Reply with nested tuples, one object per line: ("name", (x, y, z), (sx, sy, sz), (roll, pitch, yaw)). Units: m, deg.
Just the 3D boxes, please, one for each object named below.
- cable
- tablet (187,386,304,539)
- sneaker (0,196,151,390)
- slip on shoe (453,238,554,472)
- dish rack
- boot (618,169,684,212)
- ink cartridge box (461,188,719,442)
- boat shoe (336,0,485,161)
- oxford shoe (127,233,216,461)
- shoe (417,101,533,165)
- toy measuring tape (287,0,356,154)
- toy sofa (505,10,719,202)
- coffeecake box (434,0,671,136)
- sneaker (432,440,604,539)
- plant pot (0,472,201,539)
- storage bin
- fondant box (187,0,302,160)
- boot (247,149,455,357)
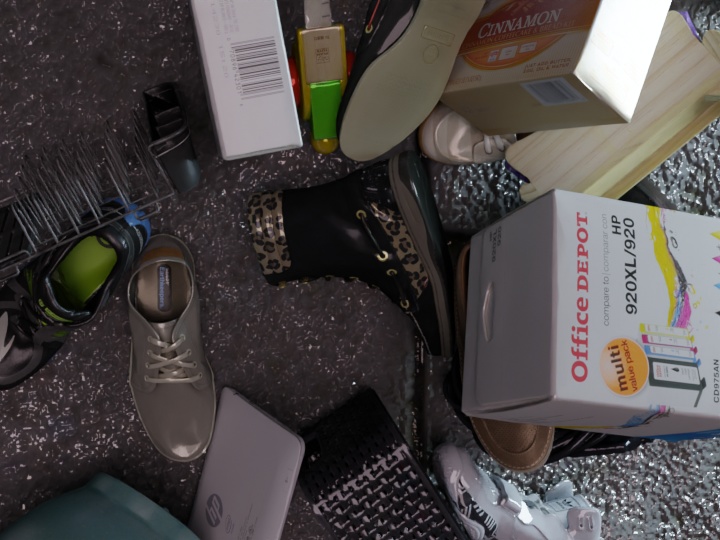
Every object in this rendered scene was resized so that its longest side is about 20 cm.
("cable", (0.168, 0.085, 0.776), (0.197, 0.051, 0.166), (-6, 92, 13))
("tablet", (-0.110, 0.215, 0.755), (0.014, 0.130, 0.203), (11, 97, -41))
("sneaker", (-0.250, 0.022, 0.712), (0.071, 0.083, 0.199), (43, 104, -13))
("slip on shoe", (0.117, 0.070, 0.741), (0.075, 0.061, 0.203), (-8, 84, 17))
("dish rack", (-0.219, -0.069, 0.681), (0.198, 0.154, 0.055), (-25, 118, -4))
("boot", (0.229, 0.025, 0.819), (0.165, 0.066, 0.200), (45, 100, 1))
("ink cartridge box", (0.194, 0.042, 0.660), (0.197, 0.145, 0.149), (8, 75, -16))
("boat shoe", (0.037, -0.182, 0.693), (0.073, 0.063, 0.203), (13, 115, -39))
("oxford shoe", (-0.165, 0.071, 0.755), (0.074, 0.058, 0.203), (-5, 100, -11))
("shoe", (0.147, -0.139, 0.779), (0.197, 0.053, 0.071), (-14, 100, -8))
("toy measuring tape", (-0.037, -0.195, 0.721), (0.073, 0.074, 0.203), (-8, 116, -9))
("toy sofa", (0.225, -0.115, 0.745), (0.200, 0.083, 0.098), (-41, 74, 15))
("coffeecake box", (0.162, -0.216, 0.692), (0.073, 0.153, 0.202), (29, 77, -32))
("sneaker", (0.151, 0.221, 0.825), (0.114, 0.075, 0.201), (-32, 107, -5))
("plant pot", (-0.207, 0.254, 0.720), (0.200, 0.200, 0.135), (40, 64, -13))
("storage bin", (0.031, 0.220, 0.769), (0.093, 0.135, 0.201), (-33, 102, -3))
("fondant box", (-0.093, -0.160, 0.659), (0.057, 0.200, 0.146), (-12, 100, -9))
("boot", (0.000, -0.002, 0.769), (0.152, 0.074, 0.205), (-9, 126, 13))
